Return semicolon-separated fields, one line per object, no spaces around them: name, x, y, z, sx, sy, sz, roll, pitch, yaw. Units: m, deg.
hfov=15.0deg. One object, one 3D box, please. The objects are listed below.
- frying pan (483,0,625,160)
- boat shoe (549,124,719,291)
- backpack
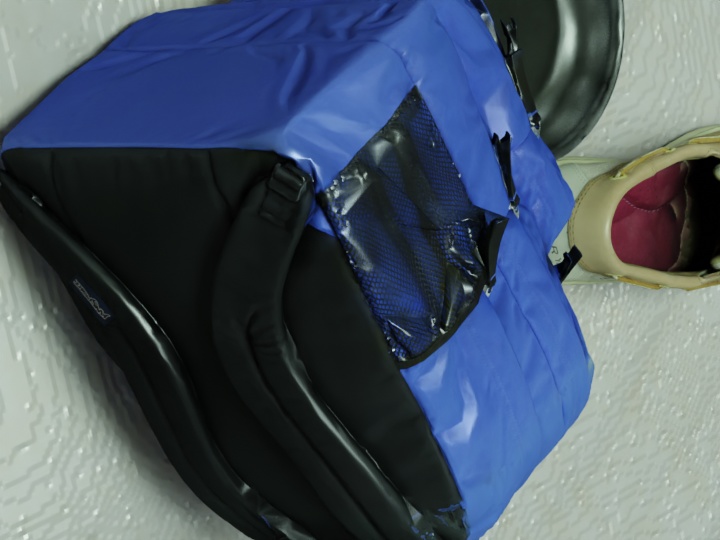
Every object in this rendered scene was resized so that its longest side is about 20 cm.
frying pan;0.048;-0.130;1.095;0.115;0.031;0.190;-40;117;-30
boat shoe;0.149;-0.022;1.177;0.200;0.066;0.074;-12;104;-40
backpack;0.000;0.000;0.987;0.168;0.162;0.200;-43;121;-32
